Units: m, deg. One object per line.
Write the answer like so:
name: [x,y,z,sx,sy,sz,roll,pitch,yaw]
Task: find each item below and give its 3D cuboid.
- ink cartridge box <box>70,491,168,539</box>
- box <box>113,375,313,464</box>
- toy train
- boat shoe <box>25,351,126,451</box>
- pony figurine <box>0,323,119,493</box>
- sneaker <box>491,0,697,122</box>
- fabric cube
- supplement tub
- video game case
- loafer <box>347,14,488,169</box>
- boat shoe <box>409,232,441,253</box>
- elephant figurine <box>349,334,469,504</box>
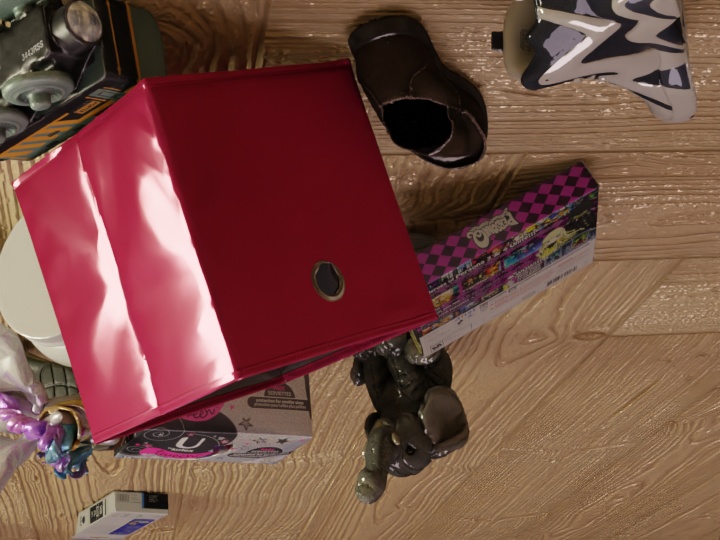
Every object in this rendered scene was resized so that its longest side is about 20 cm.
ink cartridge box: [-0.403,0.409,2.260,0.098,0.040,0.199,9,153,-33]
box: [-0.164,0.136,1.502,0.197,0.134,0.115,6,155,-25]
toy train: [-0.222,-0.123,0.916,0.198,0.087,0.113,-24,162,38]
boat shoe: [-0.328,0.133,1.468,0.198,0.077,0.074,26,178,22]
pony figurine: [-0.297,0.123,1.192,0.190,0.170,0.200,6,-179,1]
sneaker: [0.158,-0.156,0.932,0.128,0.081,0.199,-8,162,17]
fabric cube: [-0.097,-0.015,0.970,0.195,0.202,0.199,-13,172,-44]
supplement tub: [-0.208,0.024,1.194,0.144,0.148,0.200,-15,157,23]
video game case: [0.128,-0.005,1.263,0.198,0.036,0.182,-29,158,-3]
loafer: [0.044,-0.113,1.013,0.072,0.072,0.200,-14,157,21]
boat shoe: [0.000,0.000,1.314,0.197,0.075,0.067,-6,-168,-19]
elephant figurine: [0.052,0.179,1.576,0.152,0.203,0.142,-2,158,-10]
